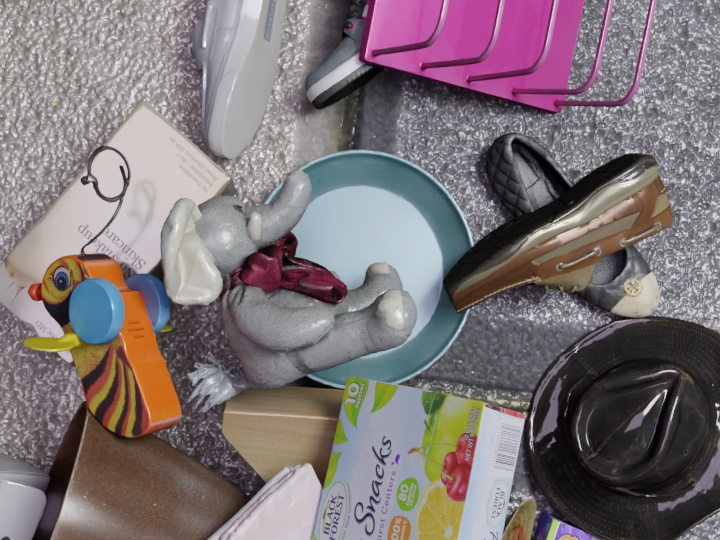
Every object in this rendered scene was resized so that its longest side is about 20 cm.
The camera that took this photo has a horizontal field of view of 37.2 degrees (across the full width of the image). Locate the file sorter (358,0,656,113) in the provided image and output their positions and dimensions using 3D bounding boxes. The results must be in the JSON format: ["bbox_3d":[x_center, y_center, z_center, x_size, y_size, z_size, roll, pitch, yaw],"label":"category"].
[{"bbox_3d":[0.123,-0.215,0.850,0.197,0.125,0.141,10,94,-26],"label":"file sorter"}]

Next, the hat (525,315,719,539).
[{"bbox_3d":[0.224,0.118,0.864,0.197,0.081,0.204,-8,67,19],"label":"hat"}]

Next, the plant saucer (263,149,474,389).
[{"bbox_3d":[0.000,0.000,0.918,0.196,0.036,0.204,0,86,-1],"label":"plant saucer"}]

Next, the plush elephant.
[{"bbox_3d":[-0.070,0.000,0.814,0.197,0.165,0.157,-23,99,8],"label":"plush elephant"}]

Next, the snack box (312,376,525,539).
[{"bbox_3d":[0.031,0.187,0.758,0.053,0.141,0.203,19,80,-40],"label":"snack box"}]

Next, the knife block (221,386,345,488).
[{"bbox_3d":[0.008,0.130,0.869,0.175,0.064,0.201,-39,104,5],"label":"knife block"}]

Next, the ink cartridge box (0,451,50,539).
[{"bbox_3d":[-0.349,0.189,0.818,0.197,0.125,0.130,17,84,21],"label":"ink cartridge box"}]

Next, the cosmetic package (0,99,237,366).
[{"bbox_3d":[-0.205,-0.029,0.896,0.103,0.073,0.201,39,85,1],"label":"cosmetic package"}]

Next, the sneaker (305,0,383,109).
[{"bbox_3d":[0.004,-0.241,0.911,0.200,0.084,0.121,-42,93,-12],"label":"sneaker"}]

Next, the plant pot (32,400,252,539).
[{"bbox_3d":[-0.153,0.224,0.836,0.198,0.187,0.190,22,85,-17],"label":"plant pot"}]

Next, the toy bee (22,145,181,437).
[{"bbox_3d":[-0.197,0.029,0.811,0.107,0.130,0.203,-16,64,32],"label":"toy bee"}]

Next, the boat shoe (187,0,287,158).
[{"bbox_3d":[-0.113,-0.199,0.918,0.067,0.072,0.204,10,92,21],"label":"boat shoe"}]

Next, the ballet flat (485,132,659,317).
[{"bbox_3d":[0.179,-0.035,0.915,0.066,0.057,0.200,-44,88,-4],"label":"ballet flat"}]

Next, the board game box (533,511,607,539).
[{"bbox_3d":[0.186,0.324,0.893,0.132,0.045,0.203,19,85,0],"label":"board game box"}]

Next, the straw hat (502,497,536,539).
[{"bbox_3d":[0.063,0.255,0.841,0.084,0.201,0.204,20,85,20],"label":"straw hat"}]

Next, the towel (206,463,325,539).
[{"bbox_3d":[-0.073,0.274,0.786,0.199,0.032,0.193,-39,116,-32],"label":"towel"}]

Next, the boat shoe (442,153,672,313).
[{"bbox_3d":[0.163,-0.016,0.866,0.198,0.076,0.074,-31,102,9],"label":"boat shoe"}]
